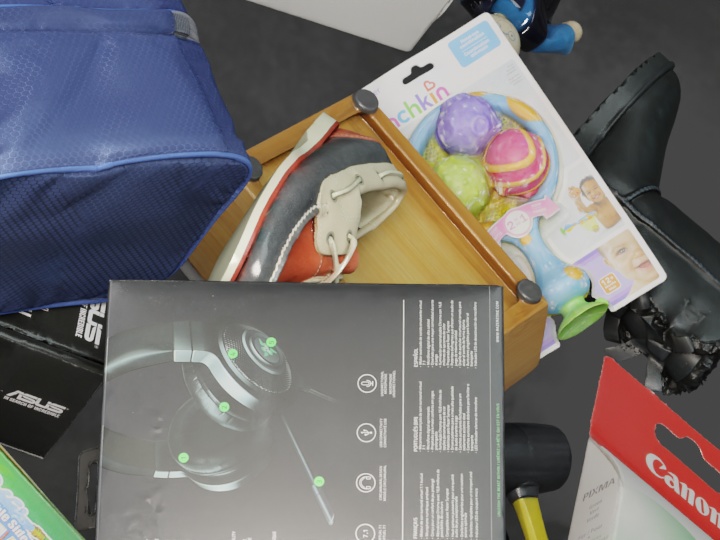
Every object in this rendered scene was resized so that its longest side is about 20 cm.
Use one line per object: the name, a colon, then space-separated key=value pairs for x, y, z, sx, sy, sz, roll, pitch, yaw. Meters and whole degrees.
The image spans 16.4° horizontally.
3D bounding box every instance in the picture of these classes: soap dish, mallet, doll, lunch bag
soap dish: x=0.000 y=0.000 z=1.396 sx=0.200 sy=0.081 sz=0.157 roll=49 pitch=44 yaw=11
mallet: x=0.096 y=0.172 z=1.360 sx=0.065 sy=0.041 sz=0.201 roll=9 pitch=55 yaw=-31
doll: x=0.099 y=-0.203 z=1.651 sx=0.136 sy=0.048 sz=0.201 roll=35 pitch=49 yaw=-19
lunch bag: x=-0.154 y=-0.068 z=1.177 sx=0.199 sy=0.136 sz=0.133 roll=-7 pitch=62 yaw=-39

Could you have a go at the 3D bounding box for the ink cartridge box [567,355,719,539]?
ink cartridge box: x=0.190 y=0.155 z=1.405 sx=0.161 sy=0.050 sz=0.201 roll=40 pitch=43 yaw=-21

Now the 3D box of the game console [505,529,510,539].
game console: x=0.002 y=0.177 z=1.259 sx=0.199 sy=0.031 sz=0.178 roll=24 pitch=55 yaw=-34

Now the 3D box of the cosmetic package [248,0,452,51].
cosmetic package: x=-0.034 y=-0.215 z=1.532 sx=0.199 sy=0.102 sz=0.074 roll=15 pitch=50 yaw=-26

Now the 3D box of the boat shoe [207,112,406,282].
boat shoe: x=-0.025 y=-0.022 z=1.269 sx=0.062 sy=0.071 sz=0.200 roll=36 pitch=25 yaw=-1

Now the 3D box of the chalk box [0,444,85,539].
chalk box: x=-0.213 y=0.135 z=1.109 sx=0.124 sy=0.124 sz=0.200 roll=45 pitch=44 yaw=4

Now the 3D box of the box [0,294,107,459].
box: x=-0.203 y=-0.029 z=1.275 sx=0.163 sy=0.086 sz=0.201 roll=23 pitch=46 yaw=-19

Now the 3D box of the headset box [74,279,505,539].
headset box: x=-0.033 y=0.101 z=1.155 sx=0.198 sy=0.093 sz=0.175 roll=0 pitch=69 yaw=-1

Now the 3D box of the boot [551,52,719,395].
boot: x=0.190 y=-0.028 z=1.557 sx=0.162 sy=0.073 sz=0.198 roll=41 pitch=50 yaw=4

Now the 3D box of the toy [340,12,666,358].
toy: x=0.080 y=-0.051 z=1.475 sx=0.115 sy=0.047 sz=0.201 roll=-31 pitch=76 yaw=-5
